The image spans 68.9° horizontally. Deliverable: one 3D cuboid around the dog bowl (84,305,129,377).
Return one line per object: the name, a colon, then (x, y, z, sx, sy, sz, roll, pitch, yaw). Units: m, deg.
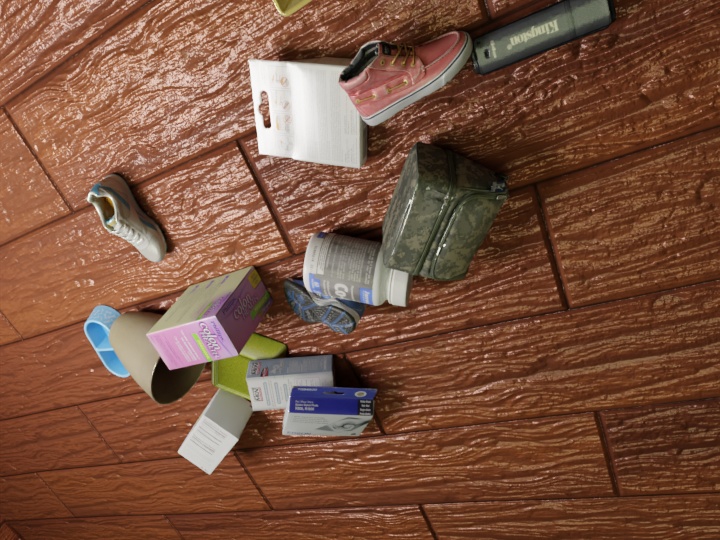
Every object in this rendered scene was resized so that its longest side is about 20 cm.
dog bowl: (-0.638, 0.189, 1.356, 0.107, 0.050, 0.206, -5, 118, 22)

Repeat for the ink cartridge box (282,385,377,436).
ink cartridge box: (-0.072, 0.319, 1.171, 0.191, 0.042, 0.203, 4, 143, -12)

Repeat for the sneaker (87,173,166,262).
sneaker: (-0.492, -0.096, 1.108, 0.075, 0.082, 0.203, -22, 113, 27)

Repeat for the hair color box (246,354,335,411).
hair color box: (-0.153, 0.255, 1.189, 0.191, 0.061, 0.102, -4, 121, 0)

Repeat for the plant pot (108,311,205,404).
plant pot: (-0.491, 0.181, 1.236, 0.195, 0.187, 0.193, 23, 127, 20)

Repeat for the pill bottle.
pill bottle: (0.000, 0.000, 0.978, 0.192, 0.115, 0.117, 11, 125, 13)

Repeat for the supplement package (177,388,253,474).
supplement package: (-0.374, 0.413, 1.366, 0.108, 0.115, 0.201, 35, 124, -7)

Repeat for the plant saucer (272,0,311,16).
plant saucer: (-0.075, -0.503, 0.730, 0.194, 0.049, 0.204, -17, 114, 27)

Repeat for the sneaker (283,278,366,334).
sneaker: (-0.075, 0.063, 1.073, 0.195, 0.077, 0.078, 23, 132, 26)

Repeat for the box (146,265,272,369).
box: (-0.313, 0.100, 1.110, 0.194, 0.178, 0.099, -16, 116, 26)

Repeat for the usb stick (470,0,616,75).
usb stick: (0.249, -0.332, 0.733, 0.194, 0.033, 0.057, -13, 117, 26)

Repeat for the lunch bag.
lunch bag: (0.136, -0.090, 0.868, 0.161, 0.142, 0.205, 13, 127, -10)

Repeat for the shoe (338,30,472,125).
shoe: (0.063, -0.301, 0.765, 0.196, 0.073, 0.091, -28, 138, 23)

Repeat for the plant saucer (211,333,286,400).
plant saucer: (-0.282, 0.236, 1.263, 0.193, 0.048, 0.205, 18, 125, 8)

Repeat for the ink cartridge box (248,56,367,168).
ink cartridge box: (-0.084, -0.269, 0.883, 0.192, 0.050, 0.166, 11, 124, 16)
